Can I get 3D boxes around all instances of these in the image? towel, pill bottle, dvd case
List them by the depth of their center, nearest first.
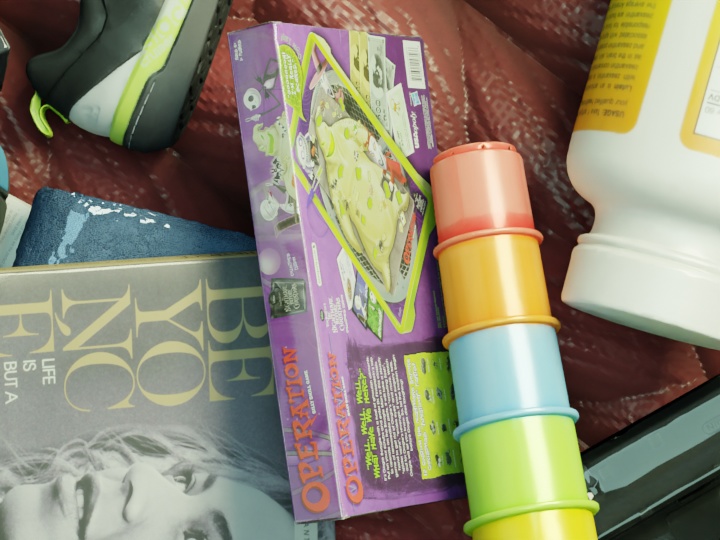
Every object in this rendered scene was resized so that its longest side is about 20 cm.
[{"bbox_3d":[-0.104,0.071,1.187,0.199,0.016,0.149,-4,97,-25],"label":"dvd case"},{"bbox_3d":[0.150,-0.072,1.215,0.111,0.111,0.201,16,86,0],"label":"pill bottle"},{"bbox_3d":[-0.113,0.070,1.218,0.111,0.049,0.201,16,89,-26],"label":"towel"}]

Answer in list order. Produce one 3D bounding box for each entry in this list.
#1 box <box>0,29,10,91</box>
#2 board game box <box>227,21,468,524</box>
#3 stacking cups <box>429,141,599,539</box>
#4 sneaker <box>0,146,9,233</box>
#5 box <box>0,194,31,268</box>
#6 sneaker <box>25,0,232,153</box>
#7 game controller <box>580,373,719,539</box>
[{"bbox_3d":[-0.271,-0.125,1.200,0.200,0.104,0.183,-23,86,-11],"label":"box"},{"bbox_3d":[0.000,0.000,1.207,0.032,0.120,0.201,-10,85,27],"label":"board game box"},{"bbox_3d":[0.062,0.045,1.208,0.060,0.061,0.201,-8,78,-2],"label":"stacking cups"},{"bbox_3d":[-0.226,0.010,1.202,0.200,0.073,0.082,-49,50,7],"label":"sneaker"},{"bbox_3d":[-0.189,0.059,1.236,0.041,0.039,0.200,28,86,-1],"label":"box"},{"bbox_3d":[-0.088,-0.148,1.235,0.083,0.072,0.201,20,86,3],"label":"sneaker"},{"bbox_3d":[0.172,0.095,1.247,0.200,0.042,0.105,-29,102,-2],"label":"game controller"}]
